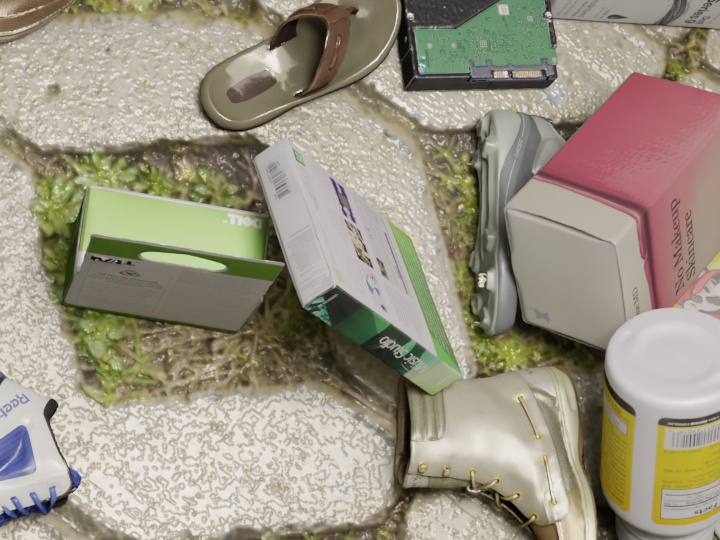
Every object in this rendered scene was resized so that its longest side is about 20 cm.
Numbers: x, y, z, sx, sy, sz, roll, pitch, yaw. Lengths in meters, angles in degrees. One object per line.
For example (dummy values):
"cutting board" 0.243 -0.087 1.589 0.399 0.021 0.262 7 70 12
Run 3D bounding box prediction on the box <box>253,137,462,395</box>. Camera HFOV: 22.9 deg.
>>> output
"box" 0.000 0.000 1.376 0.036 0.200 0.145 -32 54 18

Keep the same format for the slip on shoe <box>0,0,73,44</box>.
"slip on shoe" -0.245 -0.256 1.460 0.199 0.061 0.076 -31 84 -21

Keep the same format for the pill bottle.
"pill bottle" 0.244 0.138 1.404 0.110 0.201 0.112 -2 40 2

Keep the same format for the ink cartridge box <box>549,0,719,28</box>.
"ink cartridge box" 0.274 -0.281 1.562 0.198 0.146 0.085 1 74 -14

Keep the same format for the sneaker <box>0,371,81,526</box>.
"sneaker" -0.273 0.168 1.322 0.114 0.081 0.201 21 69 -6

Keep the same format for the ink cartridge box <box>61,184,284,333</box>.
"ink cartridge box" -0.140 -0.020 1.347 0.146 0.200 0.077 9 72 -12

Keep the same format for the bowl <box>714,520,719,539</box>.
"bowl" 0.386 0.160 1.499 0.199 0.090 0.203 4 74 -13

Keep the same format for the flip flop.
"flip flop" -0.046 -0.186 1.494 0.199 0.058 0.081 -30 80 -17

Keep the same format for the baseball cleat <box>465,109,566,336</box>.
"baseball cleat" 0.143 -0.041 1.501 0.105 0.070 0.202 5 74 -13

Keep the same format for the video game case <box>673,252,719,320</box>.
"video game case" 0.312 0.015 1.524 0.199 0.023 0.182 -28 63 -20

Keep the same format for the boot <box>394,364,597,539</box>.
"boot" 0.106 0.176 1.429 0.153 0.072 0.202 0 70 -16

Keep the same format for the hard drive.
"hard drive" 0.095 -0.258 1.566 0.138 0.038 0.202 -4 75 -16

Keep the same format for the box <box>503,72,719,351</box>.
"box" 0.221 -0.048 1.453 0.108 0.129 0.200 20 51 34
